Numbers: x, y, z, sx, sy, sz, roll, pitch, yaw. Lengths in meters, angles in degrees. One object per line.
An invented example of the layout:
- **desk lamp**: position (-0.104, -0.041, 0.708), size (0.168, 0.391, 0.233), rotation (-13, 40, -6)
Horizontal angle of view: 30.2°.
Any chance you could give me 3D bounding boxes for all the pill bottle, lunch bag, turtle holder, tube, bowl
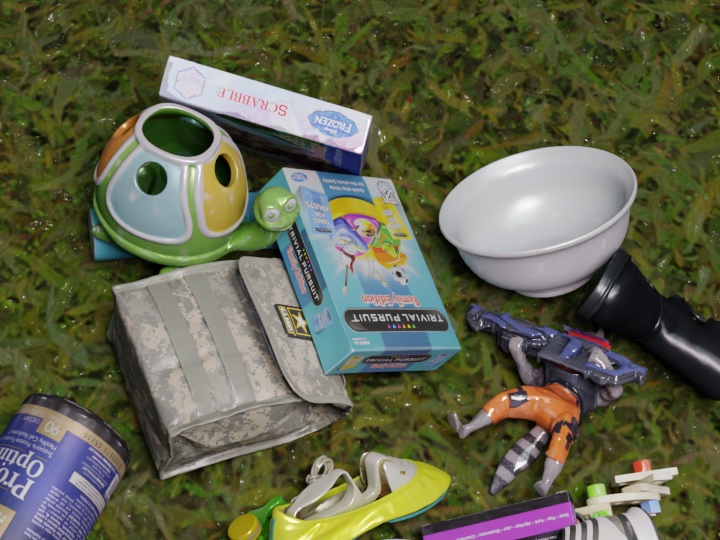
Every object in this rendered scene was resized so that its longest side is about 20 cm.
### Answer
- **pill bottle**: position (-0.291, 0.217, 1.148), size (0.111, 0.112, 0.201), rotation (25, 62, 5)
- **lunch bag**: position (-0.116, 0.080, 1.245), size (0.198, 0.118, 0.165), rotation (-14, 63, -23)
- **turtle holder**: position (-0.164, -0.072, 1.250), size (0.140, 0.132, 0.185), rotation (-31, 64, -34)
- **tube**: position (-0.171, -0.045, 1.339), size (0.197, 0.051, 0.078), rotation (-6, 60, -14)
- **bowl**: position (0.185, -0.037, 1.341), size (0.198, 0.091, 0.202), rotation (-13, 32, 8)

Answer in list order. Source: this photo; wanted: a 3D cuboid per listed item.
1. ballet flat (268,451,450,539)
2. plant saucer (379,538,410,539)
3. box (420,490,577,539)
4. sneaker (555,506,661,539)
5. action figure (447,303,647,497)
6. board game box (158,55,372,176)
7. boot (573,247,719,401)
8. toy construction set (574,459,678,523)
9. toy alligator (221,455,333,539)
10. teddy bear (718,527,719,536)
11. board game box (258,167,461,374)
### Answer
- **ballet flat**: position (0.001, 0.203, 1.199), size (0.198, 0.067, 0.068), rotation (-21, 110, -31)
- **plant saucer**: position (0.030, 0.335, 1.148), size (0.197, 0.027, 0.203), rotation (-1, 66, 3)
- **box**: position (0.139, 0.310, 1.176), size (0.141, 0.036, 0.202), rotation (-15, 64, 13)
- **sneaker**: position (0.211, 0.304, 1.110), size (0.114, 0.076, 0.202), rotation (-8, 59, -12)
- **action figure**: position (0.170, 0.117, 1.300), size (0.199, 0.106, 0.193), rotation (27, 51, 37)
- **board game box**: position (-0.089, -0.144, 1.317), size (0.197, 0.200, 0.042), rotation (17, 86, 1)
- **boot**: position (0.298, 0.056, 1.286), size (0.167, 0.200, 0.077), rotation (36, 99, 13)
- **toy construction set**: position (0.253, 0.265, 1.217), size (0.129, 0.092, 0.202), rotation (-14, 55, 12)
- **toy alligator**: position (-0.097, 0.242, 1.202), size (0.054, 0.060, 0.200), rotation (2, 42, 43)
- **teddy bear**: position (0.412, 0.273, 1.260), size (0.143, 0.067, 0.203), rotation (-6, 70, -1)
- **board game box**: position (0.000, 0.000, 1.300), size (0.150, 0.047, 0.202), rotation (2, 57, -44)
